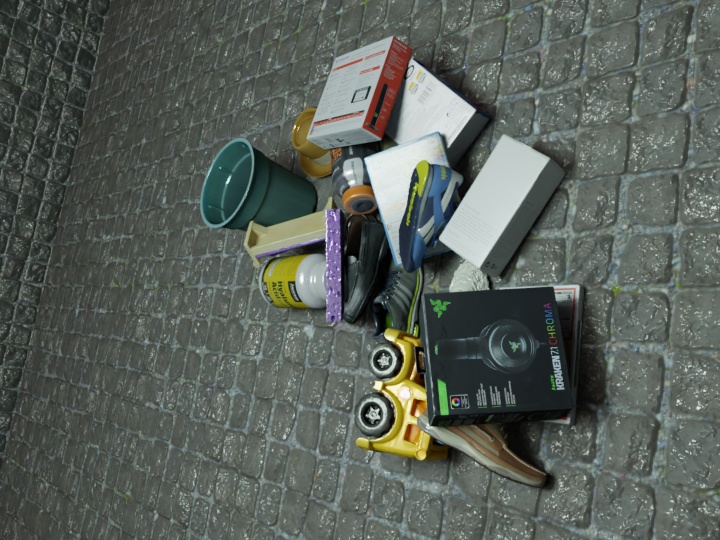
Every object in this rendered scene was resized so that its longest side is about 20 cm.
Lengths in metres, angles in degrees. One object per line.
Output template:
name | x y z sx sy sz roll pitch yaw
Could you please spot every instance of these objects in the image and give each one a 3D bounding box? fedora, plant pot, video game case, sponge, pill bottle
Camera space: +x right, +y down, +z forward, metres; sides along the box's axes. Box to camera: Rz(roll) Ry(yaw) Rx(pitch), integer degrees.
fedora | -0.091 -0.305 1.503 0.200 0.082 0.202 -18 65 43
plant pot | -0.216 -0.162 1.504 0.200 0.196 0.201 -20 62 42
video game case | 0.261 0.122 1.023 0.143 0.017 0.201 -4 74 47
sponge | -0.045 -0.009 1.246 0.112 0.030 0.201 -25 -65 -88
video game case | 0.100 -0.123 1.187 0.143 0.018 0.201 -17 90 21
pill bottle | -0.007 -0.212 1.357 0.106 0.106 0.201 -31 53 37
pill bottle | -0.109 0.022 1.392 0.200 0.111 0.112 -4 74 47

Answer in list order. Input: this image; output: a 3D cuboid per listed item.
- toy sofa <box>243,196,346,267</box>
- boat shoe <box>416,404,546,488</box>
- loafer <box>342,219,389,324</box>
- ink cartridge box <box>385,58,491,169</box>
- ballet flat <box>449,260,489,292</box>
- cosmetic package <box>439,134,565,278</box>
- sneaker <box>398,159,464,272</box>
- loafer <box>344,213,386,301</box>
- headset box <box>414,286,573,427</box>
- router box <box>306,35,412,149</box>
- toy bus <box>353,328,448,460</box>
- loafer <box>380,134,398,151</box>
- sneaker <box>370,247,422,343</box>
toy sofa | -0.128 -0.065 1.389 0.199 0.098 0.083 -14 39 15
boat shoe | 0.181 0.243 0.982 0.199 0.076 0.072 28 79 11
loafer | 0.000 0.000 1.229 0.068 0.070 0.201 109 180 -70
ink cartridge box | 0.114 -0.285 1.233 0.200 0.076 0.137 45 111 22
ballet flat | 0.172 0.072 1.103 0.072 0.072 0.201 -20 62 42
cosmetic package | 0.224 -0.102 1.086 0.102 0.074 0.200 42 104 38
sneaker | 0.115 -0.083 1.133 0.074 0.082 0.201 -115 33 -54
loafer | 0.005 -0.037 1.316 0.073 0.071 0.201 -38 52 33
headset box | 0.175 0.121 0.952 0.199 0.093 0.175 -3 68 1
router box | -0.006 -0.325 1.268 0.200 0.049 0.180 7 76 57
toy bus | 0.106 0.208 1.090 0.191 0.136 0.201 9 81 31
loafer | 0.074 -0.210 1.302 0.076 0.068 0.201 -36 53 34
sneaker | 0.061 0.045 1.220 0.074 0.081 0.201 -18 64 43
